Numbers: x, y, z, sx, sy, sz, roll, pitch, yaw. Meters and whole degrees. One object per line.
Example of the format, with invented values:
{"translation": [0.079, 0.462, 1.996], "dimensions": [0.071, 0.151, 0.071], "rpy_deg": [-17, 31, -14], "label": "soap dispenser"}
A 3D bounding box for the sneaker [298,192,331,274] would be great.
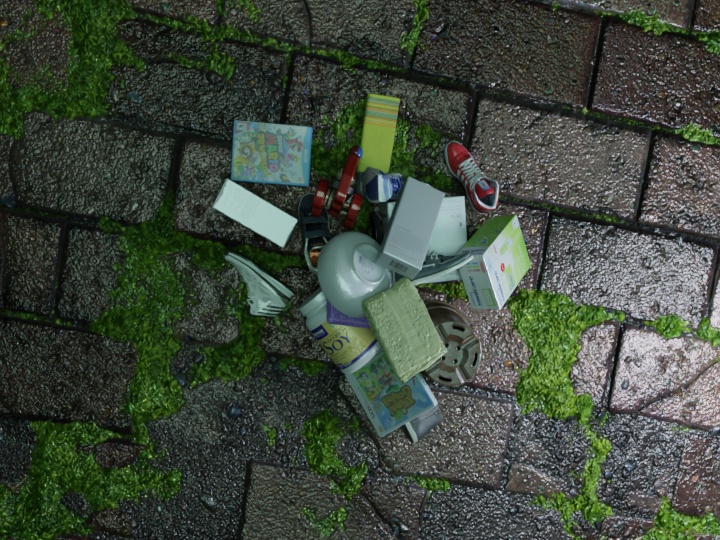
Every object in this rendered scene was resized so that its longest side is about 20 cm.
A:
{"translation": [-0.109, -0.092, 1.625], "dimensions": [0.076, 0.079, 0.207], "rpy_deg": [-10, 93, -4], "label": "sneaker"}

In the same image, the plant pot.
{"translation": [0.203, 0.187, 1.612], "dimensions": [0.193, 0.198, 0.208], "rpy_deg": [0, 94, -6], "label": "plant pot"}

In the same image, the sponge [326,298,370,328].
{"translation": [0.004, 0.079, 1.558], "dimensions": [0.195, 0.030, 0.115], "rpy_deg": [11, 63, -34], "label": "sponge"}

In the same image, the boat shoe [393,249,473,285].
{"translation": [0.165, -0.013, 1.518], "dimensions": [0.196, 0.072, 0.064], "rpy_deg": [-22, 86, 23], "label": "boat shoe"}

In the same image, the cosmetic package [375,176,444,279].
{"translation": [0.114, -0.098, 1.497], "dimensions": [0.099, 0.074, 0.205], "rpy_deg": [24, 68, -6], "label": "cosmetic package"}

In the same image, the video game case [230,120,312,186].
{"translation": [-0.220, -0.290, 1.630], "dimensions": [0.193, 0.018, 0.148], "rpy_deg": [4, 92, -6], "label": "video game case"}

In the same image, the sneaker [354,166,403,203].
{"translation": [0.061, -0.209, 1.581], "dimensions": [0.111, 0.199, 0.083], "rpy_deg": [-3, 99, -15], "label": "sneaker"}

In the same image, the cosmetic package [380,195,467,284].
{"translation": [0.158, -0.074, 1.630], "dimensions": [0.192, 0.123, 0.207], "rpy_deg": [-5, 96, -5], "label": "cosmetic package"}

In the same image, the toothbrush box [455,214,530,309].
{"translation": [0.326, -0.022, 1.600], "dimensions": [0.200, 0.084, 0.149], "rpy_deg": [-42, 118, -40], "label": "toothbrush box"}

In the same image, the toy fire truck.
{"translation": [-0.041, -0.204, 1.552], "dimensions": [0.109, 0.200, 0.173], "rpy_deg": [18, 81, -4], "label": "toy fire truck"}

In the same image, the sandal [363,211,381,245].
{"translation": [0.029, -0.043, 1.641], "dimensions": [0.041, 0.076, 0.207], "rpy_deg": [-2, 94, -7], "label": "sandal"}

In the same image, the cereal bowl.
{"translation": [0.000, 0.000, 1.516], "dimensions": [0.196, 0.083, 0.206], "rpy_deg": [16, 62, -31], "label": "cereal bowl"}

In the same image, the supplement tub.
{"translation": [-0.046, 0.133, 1.610], "dimensions": [0.144, 0.145, 0.202], "rpy_deg": [-39, 96, -2], "label": "supplement tub"}

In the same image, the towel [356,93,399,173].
{"translation": [0.043, -0.339, 1.656], "dimensions": [0.083, 0.018, 0.207], "rpy_deg": [9, 94, 0], "label": "towel"}

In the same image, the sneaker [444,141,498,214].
{"translation": [0.280, -0.236, 1.636], "dimensions": [0.070, 0.112, 0.203], "rpy_deg": [-31, 96, -3], "label": "sneaker"}

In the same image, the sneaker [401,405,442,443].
{"translation": [0.127, 0.327, 1.686], "dimensions": [0.104, 0.075, 0.204], "rpy_deg": [-28, 93, -18], "label": "sneaker"}

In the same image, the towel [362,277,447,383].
{"translation": [0.097, 0.132, 1.473], "dimensions": [0.146, 0.036, 0.204], "rpy_deg": [-26, 86, -24], "label": "towel"}

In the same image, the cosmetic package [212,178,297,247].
{"translation": [-0.251, -0.137, 1.591], "dimensions": [0.196, 0.113, 0.083], "rpy_deg": [28, 91, -8], "label": "cosmetic package"}

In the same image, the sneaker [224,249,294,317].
{"translation": [-0.271, 0.043, 1.617], "dimensions": [0.198, 0.076, 0.117], "rpy_deg": [36, 88, -9], "label": "sneaker"}

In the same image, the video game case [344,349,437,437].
{"translation": [0.072, 0.291, 1.619], "dimensions": [0.199, 0.022, 0.185], "rpy_deg": [-37, 80, 33], "label": "video game case"}
